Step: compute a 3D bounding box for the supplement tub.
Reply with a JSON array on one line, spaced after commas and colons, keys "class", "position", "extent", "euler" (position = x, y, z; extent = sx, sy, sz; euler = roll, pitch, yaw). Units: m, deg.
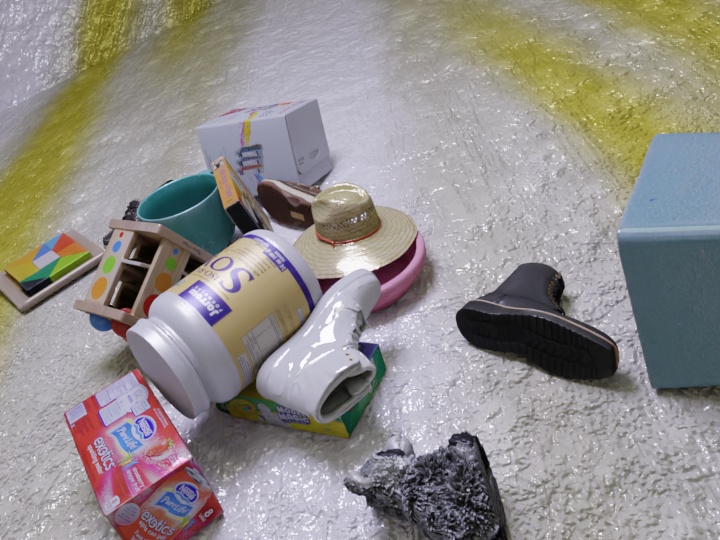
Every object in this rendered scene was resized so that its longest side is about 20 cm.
[{"class": "supplement tub", "position": [-0.155, 0.061, 0.817], "extent": [0.144, 0.147, 0.200], "euler": [18, 47, 43]}]

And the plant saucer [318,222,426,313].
[{"class": "plant saucer", "position": [0.000, 0.000, 1.001], "extent": [0.197, 0.051, 0.202], "euler": [-12, 33, 8]}]

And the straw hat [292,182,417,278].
[{"class": "straw hat", "position": [-0.022, -0.078, 1.000], "extent": [0.198, 0.086, 0.202], "euler": [-13, 34, 9]}]

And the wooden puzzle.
[{"class": "wooden puzzle", "position": [-0.597, -0.010, 1.328], "extent": [0.184, 0.038, 0.199], "euler": [-39, 38, -28]}]

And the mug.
[{"class": "mug", "position": [-0.283, -0.089, 1.214], "extent": [0.184, 0.116, 0.151], "euler": [-38, 37, -29]}]

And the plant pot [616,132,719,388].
[{"class": "plant pot", "position": [0.385, -0.014, 0.672], "extent": [0.198, 0.198, 0.197], "euler": [-1, 36, 37]}]

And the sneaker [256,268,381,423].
[{"class": "sneaker", "position": [-0.013, 0.087, 0.788], "extent": [0.115, 0.074, 0.200], "euler": [18, 56, 39]}]

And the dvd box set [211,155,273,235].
[{"class": "dvd box set", "position": [-0.183, -0.092, 1.138], "extent": [0.029, 0.147, 0.200], "euler": [-32, 32, 1]}]

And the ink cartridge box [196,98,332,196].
[{"class": "ink cartridge box", "position": [-0.178, -0.232, 1.324], "extent": [0.197, 0.147, 0.145], "euler": [-1, 24, 24]}]

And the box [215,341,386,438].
[{"class": "box", "position": [-0.080, 0.133, 0.852], "extent": [0.197, 0.049, 0.118], "euler": [1, 37, 30]}]

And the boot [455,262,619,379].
[{"class": "boot", "position": [0.227, 0.043, 0.808], "extent": [0.199, 0.078, 0.138], "euler": [19, 43, 42]}]

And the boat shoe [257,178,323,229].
[{"class": "boat shoe", "position": [-0.099, -0.117, 1.213], "extent": [0.074, 0.076, 0.201], "euler": [-28, 40, -34]}]

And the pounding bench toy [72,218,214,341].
[{"class": "pounding bench toy", "position": [-0.289, 0.041, 1.032], "extent": [0.123, 0.200, 0.158], "euler": [8, 72, 38]}]

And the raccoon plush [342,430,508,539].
[{"class": "raccoon plush", "position": [0.057, 0.228, 0.610], "extent": [0.132, 0.097, 0.201], "euler": [-21, 32, 11]}]

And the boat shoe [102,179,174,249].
[{"class": "boat shoe", "position": [-0.430, -0.111, 1.361], "extent": [0.072, 0.066, 0.200], "euler": [5, 36, 36]}]

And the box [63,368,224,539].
[{"class": "box", "position": [-0.244, 0.211, 0.771], "extent": [0.099, 0.096, 0.199], "euler": [-32, 35, -20]}]
